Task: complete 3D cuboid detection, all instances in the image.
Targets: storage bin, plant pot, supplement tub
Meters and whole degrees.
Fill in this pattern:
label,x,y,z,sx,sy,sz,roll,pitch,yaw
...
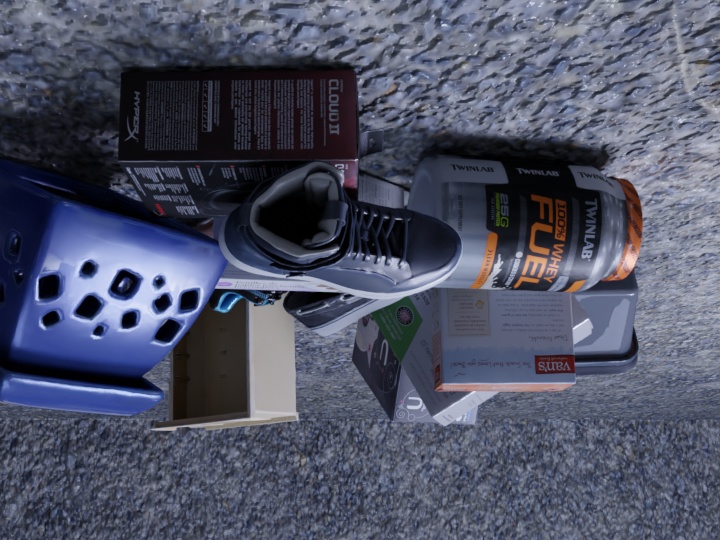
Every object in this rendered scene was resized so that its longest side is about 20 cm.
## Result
label,x,y,z,sx,sy,sz,roll,pitch,yaw
storage bin,-0.179,0.095,1.412,0.197,0.202,0.093,-12,165,38
storage bin,0.243,0.031,1.357,0.198,0.146,0.135,0,139,-1
plant pot,-0.266,0.016,0.984,0.199,0.181,0.199,23,-174,40
supplement tub,0.150,-0.042,1.034,0.198,0.124,0.123,1,166,-12

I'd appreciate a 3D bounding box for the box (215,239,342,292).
label,x,y,z,sx,sy,sz,roll,pitch,yaw
box,-0.046,-0.003,1.071,0.198,0.042,0.039,1,166,-11

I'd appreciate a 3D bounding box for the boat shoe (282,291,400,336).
label,x,y,z,sx,sy,sz,roll,pitch,yaw
boat shoe,0.000,0.000,1.195,0.199,0.072,0.068,-31,135,30

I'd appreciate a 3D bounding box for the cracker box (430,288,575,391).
label,x,y,z,sx,sy,sz,roll,pitch,yaw
cracker box,0.138,0.019,1.116,0.133,0.202,0.058,1,166,-6

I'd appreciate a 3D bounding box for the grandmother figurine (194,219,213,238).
label,x,y,z,sx,sy,sz,roll,pitch,yaw
grandmother figurine,-0.169,-0.030,1.210,0.121,0.061,0.199,18,161,-35

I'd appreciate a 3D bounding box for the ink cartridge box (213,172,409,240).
label,x,y,z,sx,sy,sz,roll,pitch,yaw
ink cartridge box,-0.034,-0.051,1.101,0.115,0.067,0.199,-13,162,39

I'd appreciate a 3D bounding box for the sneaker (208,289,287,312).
label,x,y,z,sx,sy,sz,roll,pitch,yaw
sneaker,-0.092,0.001,1.279,0.199,0.083,0.073,-9,164,29

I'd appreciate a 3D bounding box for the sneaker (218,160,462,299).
label,x,y,z,sx,sy,sz,roll,pitch,yaw
sneaker,0.000,-0.028,0.856,0.200,0.078,0.146,3,169,-14

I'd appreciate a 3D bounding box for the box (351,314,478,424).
label,x,y,z,sx,sy,sz,roll,pitch,yaw
box,0.071,0.093,1.408,0.114,0.133,0.200,3,-163,-17

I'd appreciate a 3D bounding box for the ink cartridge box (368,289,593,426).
label,x,y,z,sx,sy,sz,roll,pitch,yaw
ink cartridge box,0.133,0.053,1.222,0.199,0.147,0.084,-33,162,4

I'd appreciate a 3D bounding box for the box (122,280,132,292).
label,x,y,z,sx,sy,sz,roll,pitch,yaw
box,-0.322,-0.008,1.182,0.198,0.105,0.148,3,166,-17

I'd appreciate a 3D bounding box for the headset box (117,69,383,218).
label,x,y,z,sx,sy,sz,roll,pitch,yaw
headset box,-0.080,-0.097,0.892,0.198,0.078,0.149,-2,167,0
